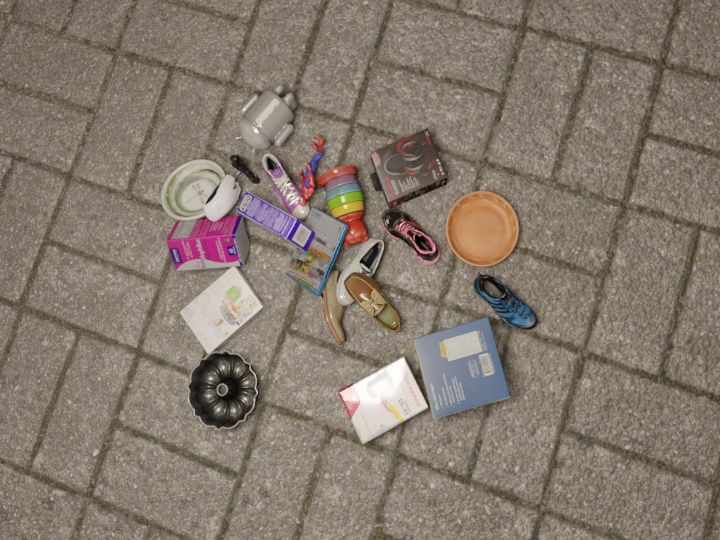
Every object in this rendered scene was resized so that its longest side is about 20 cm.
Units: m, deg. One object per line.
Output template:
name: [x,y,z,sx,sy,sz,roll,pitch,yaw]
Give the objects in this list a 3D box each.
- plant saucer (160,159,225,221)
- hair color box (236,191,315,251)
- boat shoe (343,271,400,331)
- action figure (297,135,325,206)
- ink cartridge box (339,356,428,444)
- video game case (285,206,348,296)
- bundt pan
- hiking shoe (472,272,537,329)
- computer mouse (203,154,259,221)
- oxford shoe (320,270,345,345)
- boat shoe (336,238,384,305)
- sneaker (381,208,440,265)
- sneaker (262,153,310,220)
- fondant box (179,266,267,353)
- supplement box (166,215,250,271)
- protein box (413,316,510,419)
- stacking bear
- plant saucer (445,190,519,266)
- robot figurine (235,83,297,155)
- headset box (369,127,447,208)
plant saucer: [-0.466,-0.219,1.670,0.193,0.051,0.206,-4,62,8]
hair color box: [-0.229,-0.132,1.588,0.197,0.109,0.066,31,87,30]
boat shoe: [0.040,0.085,1.533,0.076,0.074,0.199,-46,111,2]
action figure: [-0.142,-0.271,1.630,0.050,0.065,0.206,18,67,-25]
ink cartridge box: [0.061,0.334,1.531,0.196,0.086,0.151,-29,80,3]
video game case: [-0.120,-0.053,1.589,0.141,0.018,0.205,29,99,38]
bundt pan: [-0.361,0.320,1.583,0.195,0.076,0.209,-1,81,6]
hiking shoe: [0.375,0.085,1.530,0.198,0.087,0.075,36,87,10]
computer mouse: [-0.356,-0.218,1.616,0.043,0.110,0.203,3,54,38]
oxford shoe: [-0.064,0.096,1.588,0.072,0.071,0.206,-15,81,-2]
boat shoe: [0.000,0.000,1.572,0.072,0.065,0.204,30,75,-20]
sneaker: [0.135,-0.101,1.581,0.199,0.095,0.080,40,89,11]
sneaker: [-0.212,-0.232,1.629,0.072,0.114,0.203,-36,81,-2]
fondant box: [-0.377,0.110,1.625,0.199,0.058,0.145,-40,80,0]
supplement box: [-0.415,-0.075,1.616,0.193,0.105,0.104,-4,126,7]
protein box: [0.251,0.246,1.496,0.194,0.135,0.205,-16,81,4]
stacking bear: [-0.036,-0.170,1.604,0.118,0.114,0.206,-15,87,-8]
plant saucer: [0.327,-0.110,1.590,0.193,0.037,0.208,-1,81,5]
robot figurine: [-0.265,-0.425,1.661,0.169,0.113,0.201,40,87,15]
headset box: [0.122,-0.275,1.616,0.195,0.075,0.153,-21,81,3]
